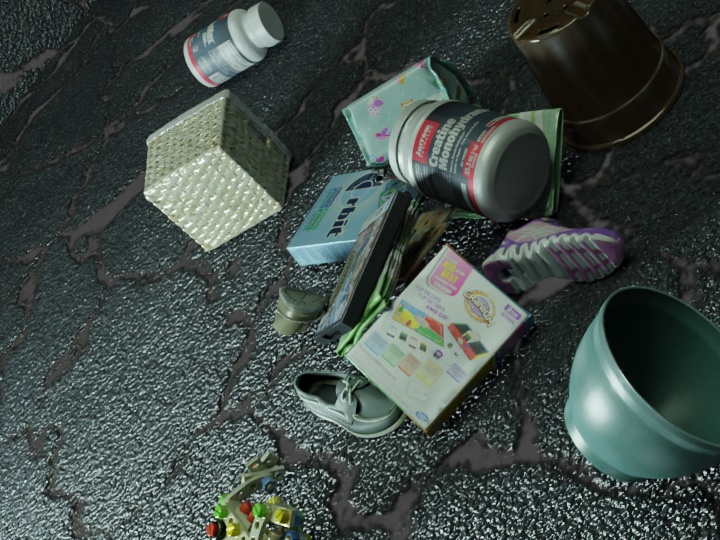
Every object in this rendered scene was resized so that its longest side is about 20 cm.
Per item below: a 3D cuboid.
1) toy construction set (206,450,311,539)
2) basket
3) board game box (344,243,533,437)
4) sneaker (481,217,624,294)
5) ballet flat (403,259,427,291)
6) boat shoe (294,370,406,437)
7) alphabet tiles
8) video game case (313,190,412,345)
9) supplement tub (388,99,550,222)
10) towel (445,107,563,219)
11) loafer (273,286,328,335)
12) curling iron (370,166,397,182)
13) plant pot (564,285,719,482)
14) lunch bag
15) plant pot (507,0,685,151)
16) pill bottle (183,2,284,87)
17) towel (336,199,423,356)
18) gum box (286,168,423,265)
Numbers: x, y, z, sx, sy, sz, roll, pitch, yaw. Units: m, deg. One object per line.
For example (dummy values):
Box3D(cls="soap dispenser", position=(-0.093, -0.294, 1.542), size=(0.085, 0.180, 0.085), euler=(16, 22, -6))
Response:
Box3D(cls="toy construction set", position=(-0.135, 0.320, 1.563), size=(0.132, 0.092, 0.200), euler=(-65, 23, 13))
Box3D(cls="basket", position=(-0.253, -0.176, 2.133), size=(0.199, 0.198, 0.162), euler=(-28, 41, 23))
Box3D(cls="board game box", position=(0.101, 0.089, 1.538), size=(0.153, 0.040, 0.200), euler=(42, 86, 23))
Box3D(cls="sneaker", position=(0.253, -0.033, 1.548), size=(0.199, 0.081, 0.089), euler=(-11, 38, 41))
Box3D(cls="ballet flat", position=(0.080, 0.055, 1.652), size=(0.063, 0.068, 0.201), euler=(10, 43, 13))
Box3D(cls="boat shoe", position=(-0.017, 0.175, 1.620), size=(0.199, 0.062, 0.073), euler=(7, 58, 50))
Box3D(cls="alphabet tiles", position=(0.066, -0.023, 1.722), size=(0.167, 0.008, 0.200), euler=(-52, 10, -10))
Box3D(cls="video game case", position=(0.000, 0.000, 1.663), size=(0.201, 0.025, 0.181), euler=(-66, 9, -15))
Box3D(cls="supplement tub", position=(0.149, -0.156, 1.647), size=(0.199, 0.140, 0.141), euler=(24, 71, 44))
Box3D(cls="towel", position=(0.201, -0.148, 1.706), size=(0.199, 0.023, 0.154), euler=(1, 86, 47))
Box3D(cls="loafer", position=(-0.091, 0.065, 1.777), size=(0.200, 0.075, 0.070), euler=(-158, 78, -86))
Box3D(cls="curling iron", position=(0.113, -0.152, 1.809), size=(0.198, 0.026, 0.050), euler=(-4, 11, 10))
Box3D(cls="plant pot", position=(0.296, 0.135, 1.239), size=(0.134, 0.199, 0.201), euler=(-54, 23, 38))
Box3D(cls="lunch bag", position=(0.090, -0.245, 1.871), size=(0.170, 0.123, 0.200), euler=(-29, -7, 21))
Box3D(cls="plant pot", position=(0.316, -0.306, 1.659), size=(0.199, 0.198, 0.201), euler=(-29, 36, 23))
Box3D(cls="pill bottle", position=(-0.267, -0.487, 2.547), size=(0.199, 0.120, 0.120), euler=(-24, 38, 27))
Box3D(cls="towel", position=(0.028, 0.011, 1.648), size=(0.149, 0.031, 0.201), euler=(-56, 11, 46))
Box3D(cls="gum box", position=(-0.001, -0.090, 1.888), size=(0.199, 0.045, 0.170), euler=(-4, 44, 43))
